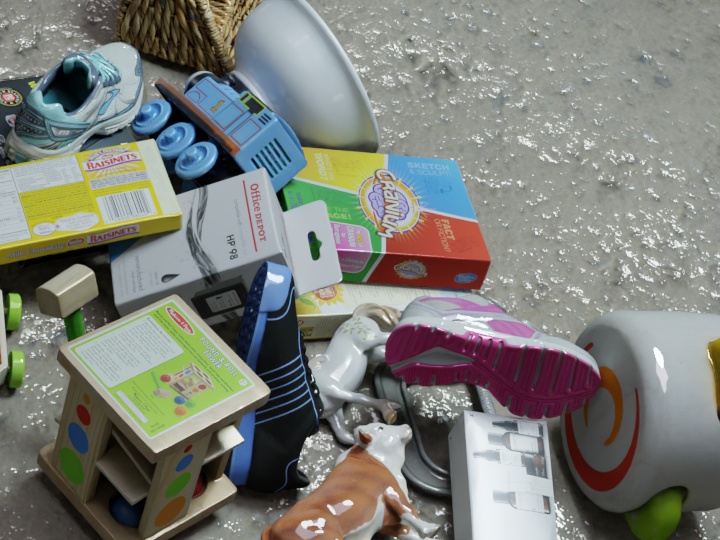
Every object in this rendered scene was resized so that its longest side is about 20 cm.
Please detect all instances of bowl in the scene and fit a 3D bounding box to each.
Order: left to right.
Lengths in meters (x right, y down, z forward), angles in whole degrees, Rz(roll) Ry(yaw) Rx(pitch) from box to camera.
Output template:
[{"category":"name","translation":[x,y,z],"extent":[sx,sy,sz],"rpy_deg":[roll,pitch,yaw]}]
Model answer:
[{"category":"bowl","translation":[-0.072,-0.181,1.931],"extent":[0.090,0.202,0.201],"rpy_deg":[-33,61,-13]}]

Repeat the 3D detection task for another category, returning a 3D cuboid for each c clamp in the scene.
[{"category":"c clamp","translation":[0.098,0.131,1.768],"extent":[0.170,0.027,0.201],"rpy_deg":[7,44,-15]}]

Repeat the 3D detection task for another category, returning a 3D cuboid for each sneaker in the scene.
[{"category":"sneaker","translation":[-0.257,-0.171,1.798],"extent":[0.077,0.087,0.200],"rpy_deg":[28,41,6]},{"category":"sneaker","translation":[-0.067,0.093,1.630],"extent":[0.077,0.202,0.070],"rpy_deg":[7,12,-14]},{"category":"sneaker","translation":[0.121,0.065,1.699],"extent":[0.199,0.082,0.088],"rpy_deg":[18,33,-9]}]

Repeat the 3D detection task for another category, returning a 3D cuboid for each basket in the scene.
[{"category":"basket","translation":[-0.165,-0.324,2.051],"extent":[0.148,0.143,0.201],"rpy_deg":[18,42,-2]}]

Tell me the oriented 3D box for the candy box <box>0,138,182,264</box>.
[{"category":"candy box","translation":[-0.269,-0.060,1.713],"extent":[0.199,0.027,0.103],"rpy_deg":[-12,48,-16]}]

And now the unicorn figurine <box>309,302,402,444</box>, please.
[{"category":"unicorn figurine","translation":[-0.018,0.097,1.727],"extent":[0.137,0.074,0.200],"rpy_deg":[26,39,18]}]

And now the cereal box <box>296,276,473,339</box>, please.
[{"category":"cereal box","translation":[0.000,0.000,1.856],"extent":[0.199,0.040,0.144],"rpy_deg":[-2,46,-25]}]

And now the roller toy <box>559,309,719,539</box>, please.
[{"category":"roller toy","translation":[0.279,0.126,1.728],"extent":[0.139,0.201,0.183],"rpy_deg":[2,25,-22]}]

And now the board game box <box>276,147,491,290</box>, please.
[{"category":"board game box","translation":[0.014,-0.053,1.857],"extent":[0.198,0.040,0.154],"rpy_deg":[3,42,-19]}]

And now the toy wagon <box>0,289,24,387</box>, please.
[{"category":"toy wagon","translation":[-0.366,0.070,1.629],"extent":[0.154,0.040,0.201],"rpy_deg":[4,44,-19]}]

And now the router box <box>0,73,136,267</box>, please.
[{"category":"router box","translation":[-0.292,-0.102,1.824],"extent":[0.149,0.062,0.200],"rpy_deg":[-12,51,-34]}]

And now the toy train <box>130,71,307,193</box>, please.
[{"category":"toy train","translation":[-0.141,-0.129,1.852],"extent":[0.114,0.087,0.200],"rpy_deg":[-39,41,-7]}]

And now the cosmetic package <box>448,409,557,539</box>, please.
[{"category":"cosmetic package","translation":[0.125,0.221,1.646],"extent":[0.082,0.051,0.201],"rpy_deg":[7,52,-12]}]

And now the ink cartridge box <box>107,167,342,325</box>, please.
[{"category":"ink cartridge box","translation":[-0.126,-0.019,1.735],"extent":[0.199,0.067,0.116],"rpy_deg":[-18,46,4]}]

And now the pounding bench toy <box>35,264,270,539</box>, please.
[{"category":"pounding bench toy","translation":[-0.198,0.110,1.569],"extent":[0.124,0.157,0.200],"rpy_deg":[-26,60,-39]}]

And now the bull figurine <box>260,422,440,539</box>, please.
[{"category":"bull figurine","translation":[0.001,0.208,1.616],"extent":[0.121,0.065,0.200],"rpy_deg":[34,44,18]}]
